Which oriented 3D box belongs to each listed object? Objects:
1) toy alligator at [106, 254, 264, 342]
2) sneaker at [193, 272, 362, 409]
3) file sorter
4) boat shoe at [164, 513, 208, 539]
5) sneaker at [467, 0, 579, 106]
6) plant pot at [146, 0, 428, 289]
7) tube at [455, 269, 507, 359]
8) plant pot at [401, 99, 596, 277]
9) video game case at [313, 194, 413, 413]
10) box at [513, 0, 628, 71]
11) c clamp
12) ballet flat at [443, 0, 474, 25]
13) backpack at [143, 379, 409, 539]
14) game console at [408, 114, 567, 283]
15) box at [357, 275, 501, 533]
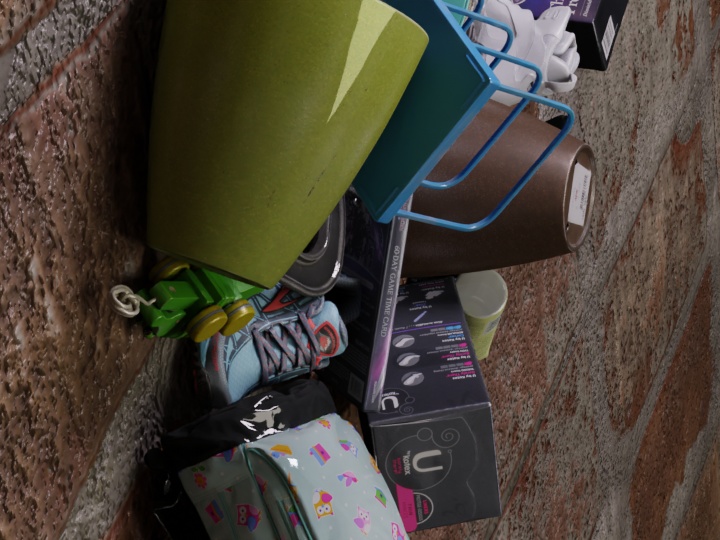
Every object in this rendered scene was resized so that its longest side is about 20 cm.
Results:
[{"bbox_3d":[-0.134,0.027,1.473,0.054,0.059,0.200,-44,165,24],"label":"toy alligator"},{"bbox_3d":[-0.059,0.043,1.594,0.200,0.095,0.080,-49,141,-54],"label":"sneaker"},{"bbox_3d":[0.046,-0.146,1.567,0.122,0.201,0.139,12,127,-47],"label":"file sorter"},{"bbox_3d":[-0.090,0.219,1.612,0.199,0.076,0.072,-6,72,-48],"label":"boat shoe"},{"bbox_3d":[0.141,-0.225,1.923,0.075,0.114,0.201,72,13,-49],"label":"sneaker"},{"bbox_3d":[-0.072,-0.096,1.436,0.187,0.186,0.202,29,79,-66],"label":"plant pot"},{"bbox_3d":[0.097,0.057,1.939,0.200,0.058,0.052,101,10,-66],"label":"tube"},{"bbox_3d":[0.097,-0.075,1.804,0.187,0.198,0.189,7,90,-68],"label":"plant pot"},{"bbox_3d":[0.000,0.000,1.691,0.143,0.019,0.202,-148,-114,-67],"label":"video game case"},{"bbox_3d":[0.196,-0.302,2.049,0.079,0.140,0.201,63,40,-51],"label":"box"},{"bbox_3d":[-0.059,-0.071,1.581,0.199,0.027,0.172,23,66,-49],"label":"c clamp"},{"bbox_3d":[0.074,-0.285,1.867,0.075,0.067,0.202,-50,142,-79],"label":"ballet flat"},{"bbox_3d":[-0.046,0.188,1.519,0.166,0.126,0.201,-16,80,-49],"label":"backpack"},{"bbox_3d":[0.134,-0.029,2.020,0.177,0.115,0.201,76,31,-42],"label":"game console"},{"bbox_3d":[0.050,0.112,1.770,0.201,0.105,0.123,-103,-176,-58],"label":"box"}]
